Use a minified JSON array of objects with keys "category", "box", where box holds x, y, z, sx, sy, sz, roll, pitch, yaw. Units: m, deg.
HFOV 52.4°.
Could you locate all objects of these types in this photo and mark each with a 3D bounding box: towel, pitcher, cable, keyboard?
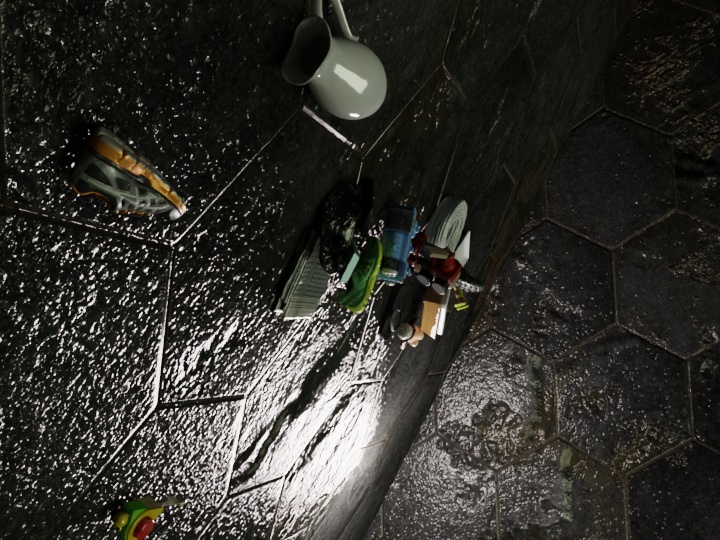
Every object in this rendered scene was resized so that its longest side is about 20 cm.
[{"category":"towel","box":[-0.107,0.015,1.562,0.195,0.034,0.200,-63,160,3]},{"category":"pitcher","box":[-0.032,-0.347,1.186,0.199,0.120,0.175,18,84,-59]},{"category":"cable","box":[0.257,-0.128,2.226,0.202,0.069,0.199,-65,159,5]},{"category":"keyboard","box":[0.001,-0.128,1.568,0.201,0.039,0.106,-86,-173,-68]}]

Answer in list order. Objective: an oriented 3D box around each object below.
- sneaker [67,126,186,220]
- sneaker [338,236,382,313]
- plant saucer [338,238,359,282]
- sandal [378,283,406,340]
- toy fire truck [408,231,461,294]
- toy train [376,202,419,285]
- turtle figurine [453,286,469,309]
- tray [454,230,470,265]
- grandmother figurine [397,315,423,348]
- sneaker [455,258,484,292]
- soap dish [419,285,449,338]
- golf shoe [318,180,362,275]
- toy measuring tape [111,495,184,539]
[{"category":"sneaker","box":[-0.290,-0.105,0.916,0.077,0.078,0.200,-47,156,-1]},{"category":"sneaker","box":[0.000,0.000,1.746,0.074,0.082,0.203,121,-12,-64]},{"category":"plant saucer","box":[-0.025,-0.023,1.539,0.071,0.019,0.200,-63,-173,9]},{"category":"sandal","box":[0.101,0.134,2.213,0.076,0.042,0.203,-34,146,-52]},{"category":"toy fire truck","box":[0.184,-0.043,1.997,0.129,0.175,0.201,-49,156,-29]},{"category":"toy train","box":[0.090,-0.066,1.822,0.114,0.085,0.203,47,55,-75]},{"category":"turtle figurine","box":[0.335,0.050,2.537,0.200,0.063,0.164,73,4,-73]},{"category":"tray","box":[0.358,-0.058,2.631,0.108,0.022,0.201,-54,159,-20]},{"category":"grandmother figurine","box":[0.168,0.209,2.457,0.200,0.060,0.123,23,83,-73]},{"category":"sneaker","box":[0.308,0.004,2.338,0.076,0.197,0.080,90,25,-68]},{"category":"soap dish","box":[0.252,0.106,2.439,0.201,0.080,0.159,92,11,-52]},{"category":"golf shoe","box":[-0.048,-0.085,1.507,0.095,0.077,0.203,111,-5,-70]},{"category":"toy measuring tape","box":[-0.401,0.464,1.368,0.074,0.073,0.200,-61,160,-2]}]
